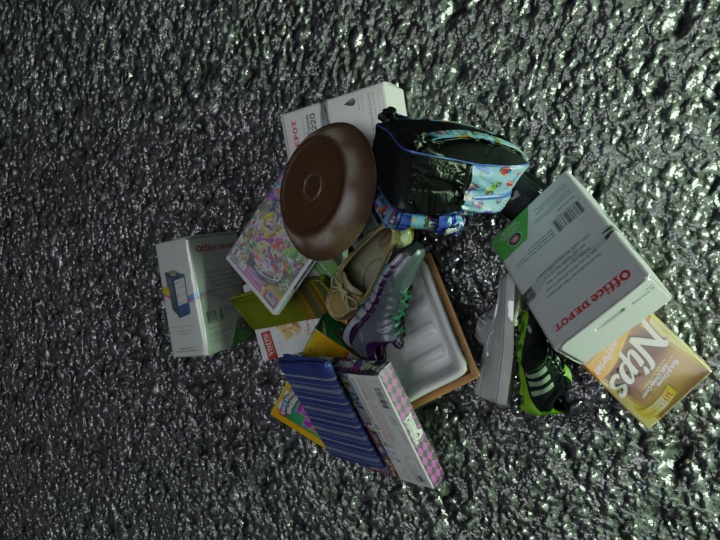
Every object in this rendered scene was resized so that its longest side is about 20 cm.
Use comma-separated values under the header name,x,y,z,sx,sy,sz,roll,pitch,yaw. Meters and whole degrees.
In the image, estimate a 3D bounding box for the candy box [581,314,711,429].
name,x,y,z,sx,sy,sz,roll,pitch,yaw
candy box,0.365,0.101,0.823,0.200,0.055,0.116,46,110,15

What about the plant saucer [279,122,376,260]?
name,x,y,z,sx,sy,sz,roll,pitch,yaw
plant saucer,-0.060,-0.119,0.856,0.196,0.036,0.208,-9,77,41

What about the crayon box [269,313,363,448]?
name,x,y,z,sx,sy,sz,roll,pitch,yaw
crayon box,-0.062,0.191,1.004,0.117,0.058,0.203,30,115,0

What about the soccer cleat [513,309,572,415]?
name,x,y,z,sx,sy,sz,roll,pitch,yaw
soccer cleat,0.260,0.132,0.836,0.078,0.069,0.204,-1,131,18

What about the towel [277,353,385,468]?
name,x,y,z,sx,sy,sz,roll,pitch,yaw
towel,-0.047,0.220,0.930,0.143,0.024,0.204,-5,117,51

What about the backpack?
name,x,y,z,sx,sy,sz,roll,pitch,yaw
backpack,0.121,-0.132,0.808,0.193,0.184,0.139,2,115,-16

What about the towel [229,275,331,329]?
name,x,y,z,sx,sy,sz,roll,pitch,yaw
towel,-0.126,0.061,1.003,0.194,0.018,0.087,-12,127,26

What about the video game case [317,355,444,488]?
name,x,y,z,sx,sy,sz,roll,pitch,yaw
video game case,0.020,0.227,0.899,0.179,0.036,0.204,-6,115,52

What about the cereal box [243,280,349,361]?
name,x,y,z,sx,sy,sz,roll,pitch,yaw
cereal box,-0.109,0.070,1.052,0.195,0.039,0.149,-17,89,25

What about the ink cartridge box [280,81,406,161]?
name,x,y,z,sx,sy,sz,roll,pitch,yaw
ink cartridge box,-0.021,-0.202,0.957,0.194,0.084,0.151,-10,92,28

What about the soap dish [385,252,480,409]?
name,x,y,z,sx,sy,sz,roll,pitch,yaw
soap dish,0.089,0.101,0.916,0.155,0.080,0.205,-31,66,25

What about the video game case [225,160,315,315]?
name,x,y,z,sx,sy,sz,roll,pitch,yaw
video game case,-0.121,-0.054,0.938,0.143,0.018,0.202,43,104,26

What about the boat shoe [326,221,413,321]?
name,x,y,z,sx,sy,sz,roll,pitch,yaw
boat shoe,0.002,0.001,0.884,0.074,0.063,0.201,49,118,12

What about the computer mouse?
name,x,y,z,sx,sy,sz,roll,pitch,yaw
computer mouse,0.181,-0.114,0.891,0.199,0.046,0.142,41,110,16

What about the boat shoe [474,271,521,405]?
name,x,y,z,sx,sy,sz,roll,pitch,yaw
boat shoe,0.206,0.101,0.897,0.066,0.072,0.207,7,108,24

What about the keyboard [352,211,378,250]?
name,x,y,z,sx,sy,sz,roll,pitch,yaw
keyboard,0.003,-0.062,0.914,0.055,0.011,0.205,-29,85,31

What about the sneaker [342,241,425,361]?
name,x,y,z,sx,sy,sz,roll,pitch,yaw
sneaker,0.053,0.056,0.859,0.088,0.073,0.203,45,122,21

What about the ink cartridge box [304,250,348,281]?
name,x,y,z,sx,sy,sz,roll,pitch,yaw
ink cartridge box,-0.118,-0.035,1.002,0.194,0.067,0.120,-15,53,26

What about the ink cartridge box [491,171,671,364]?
name,x,y,z,sx,sy,sz,roll,pitch,yaw
ink cartridge box,0.284,-0.004,0.781,0.146,0.083,0.204,-43,44,25

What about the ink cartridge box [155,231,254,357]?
name,x,y,z,sx,sy,sz,roll,pitch,yaw
ink cartridge box,-0.279,0.040,1.071,0.085,0.144,0.208,-6,95,26
